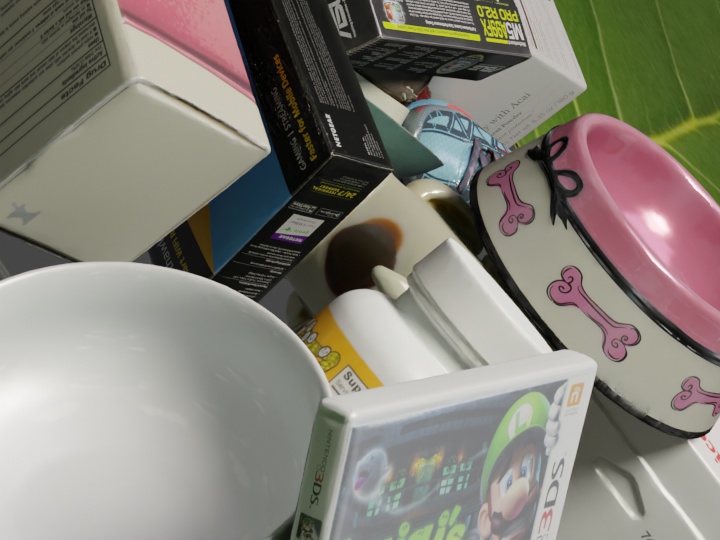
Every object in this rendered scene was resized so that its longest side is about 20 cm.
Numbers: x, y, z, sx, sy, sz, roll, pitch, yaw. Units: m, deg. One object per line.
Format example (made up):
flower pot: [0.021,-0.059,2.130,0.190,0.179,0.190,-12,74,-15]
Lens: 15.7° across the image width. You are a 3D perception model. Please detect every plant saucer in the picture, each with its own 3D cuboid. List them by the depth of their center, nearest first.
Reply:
plant saucer: [-0.038,-0.112,1.605,0.200,0.036,0.200,37,0,0]

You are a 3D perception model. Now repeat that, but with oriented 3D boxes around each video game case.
video game case: [0.030,0.133,1.168,0.023,0.182,0.200,21,16,33]

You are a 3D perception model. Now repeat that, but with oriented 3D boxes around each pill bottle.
pill bottle: [-0.005,0.081,1.258,0.113,0.200,0.113,48,6,-7]

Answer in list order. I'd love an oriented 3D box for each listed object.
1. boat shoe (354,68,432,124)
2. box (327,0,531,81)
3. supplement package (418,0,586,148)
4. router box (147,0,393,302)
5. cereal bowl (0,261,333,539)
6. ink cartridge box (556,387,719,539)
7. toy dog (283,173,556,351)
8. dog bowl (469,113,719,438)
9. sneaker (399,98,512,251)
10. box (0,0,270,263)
boat shoe: [-0.032,-0.167,1.626,0.200,0.060,0.072,37,-1,-27]
box: [0.022,-0.202,1.602,0.200,0.044,0.160,-3,74,-60]
supplement package: [0.037,-0.170,1.787,0.200,0.121,0.120,27,36,-43]
router box: [-0.072,-0.091,1.450,0.051,0.149,0.200,13,44,-41]
cereal bowl: [-0.111,0.091,1.162,0.200,0.083,0.200,4,42,-4]
ink cartridge box: [0.165,0.109,1.610,0.147,0.146,0.200,52,24,-1]
toy dog: [0.000,0.000,1.493,0.200,0.140,0.194,48,14,21]
dog bowl: [0.157,-0.005,1.487,0.200,0.074,0.200,38,24,-20]
sneaker: [0.101,-0.059,1.754,0.200,0.095,0.079,29,72,-41]
box: [-0.147,-0.120,1.388,0.109,0.128,0.200,26,36,-46]
